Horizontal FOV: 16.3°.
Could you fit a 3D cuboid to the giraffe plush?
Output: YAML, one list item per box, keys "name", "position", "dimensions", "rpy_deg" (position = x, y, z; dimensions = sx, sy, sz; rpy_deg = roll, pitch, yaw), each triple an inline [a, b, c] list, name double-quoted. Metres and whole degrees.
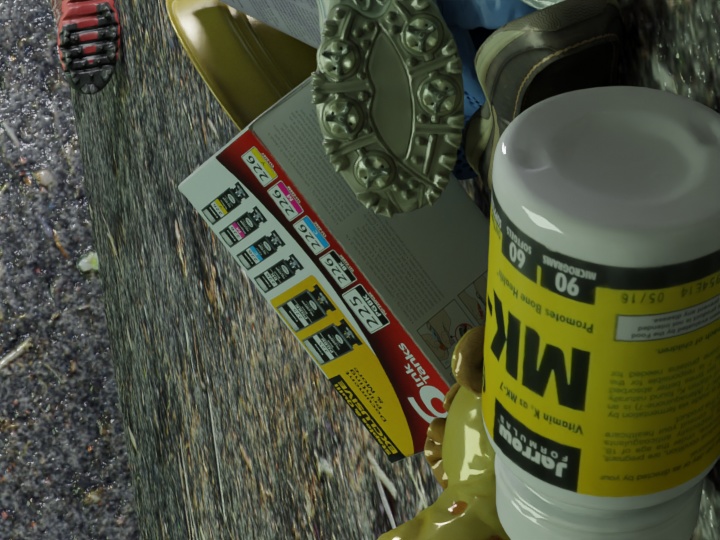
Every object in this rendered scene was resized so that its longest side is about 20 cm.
- name: "giraffe plush"
  position: [0.083, 0.122, 1.253]
  dimensions: [0.173, 0.199, 0.163]
  rpy_deg: [89, -158, -76]

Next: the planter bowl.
- name: "planter bowl"
  position: [-0.028, -0.117, 1.584]
  dimensions: [0.201, 0.083, 0.201]
  rpy_deg: [51, -170, -12]

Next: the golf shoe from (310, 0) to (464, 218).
- name: "golf shoe"
  position: [0.010, -0.130, 1.268]
  dimensions: [0.097, 0.078, 0.201]
  rpy_deg: [-57, -43, -78]

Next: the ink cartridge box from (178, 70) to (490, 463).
- name: "ink cartridge box"
  position: [0.000, 0.000, 1.389]
  dimensions: [0.200, 0.084, 0.175]
  rpy_deg: [52, 156, -3]

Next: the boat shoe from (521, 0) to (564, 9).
- name: "boat shoe"
  position: [0.032, -0.185, 1.180]
  dimensions: [0.201, 0.072, 0.070]
  rpy_deg: [46, 143, -4]

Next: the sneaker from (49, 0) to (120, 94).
- name: "sneaker"
  position: [-0.310, -0.294, 2.795]
  dimensions: [0.098, 0.070, 0.202]
  rpy_deg: [-177, 79, -77]

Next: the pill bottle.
- name: "pill bottle"
  position: [0.110, 0.031, 1.104]
  dimensions: [0.115, 0.114, 0.201]
  rpy_deg: [-115, 20, -50]

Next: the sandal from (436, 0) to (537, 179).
- name: "sandal"
  position: [0.062, -0.113, 1.301]
  dimensions: [0.201, 0.079, 0.087]
  rpy_deg: [94, 157, -51]

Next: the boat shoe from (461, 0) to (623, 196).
- name: "boat shoe"
  position: [0.098, -0.070, 1.207]
  dimensions: [0.200, 0.074, 0.074]
  rpy_deg: [93, 154, -73]

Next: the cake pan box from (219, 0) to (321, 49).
- name: "cake pan box"
  position: [-0.052, -0.194, 1.440]
  dimensions: [0.184, 0.052, 0.200]
  rpy_deg: [30, 166, 27]
